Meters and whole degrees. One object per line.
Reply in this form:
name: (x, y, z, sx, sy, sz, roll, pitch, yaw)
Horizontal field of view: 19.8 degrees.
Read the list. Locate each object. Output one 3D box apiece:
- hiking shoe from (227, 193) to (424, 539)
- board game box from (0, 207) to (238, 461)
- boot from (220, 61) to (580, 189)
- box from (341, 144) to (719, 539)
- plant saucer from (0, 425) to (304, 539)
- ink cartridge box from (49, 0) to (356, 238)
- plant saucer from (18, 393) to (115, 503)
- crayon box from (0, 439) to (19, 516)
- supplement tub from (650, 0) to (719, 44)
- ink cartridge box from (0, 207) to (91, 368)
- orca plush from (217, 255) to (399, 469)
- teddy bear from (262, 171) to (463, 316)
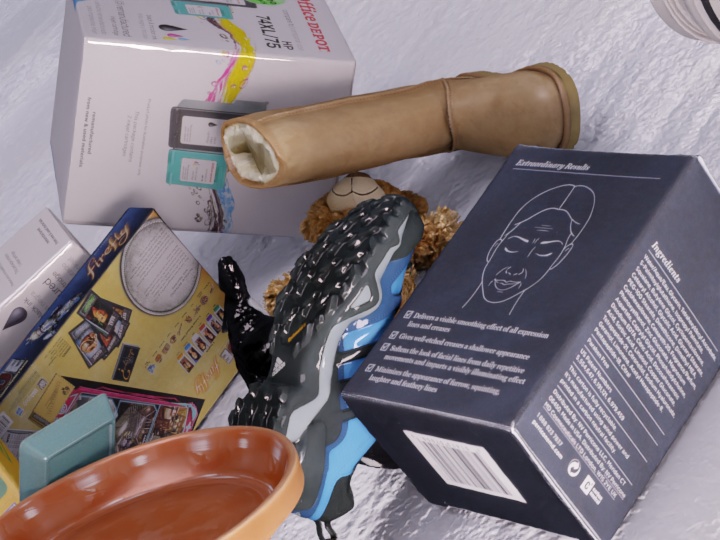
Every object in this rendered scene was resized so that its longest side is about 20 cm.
hiking shoe: (-0.010, 0.053, 1.224, 0.074, 0.086, 0.201, 15, 75, 55)
board game box: (-0.169, 0.076, 1.422, 0.034, 0.136, 0.201, 5, 51, 51)
boot: (0.027, -0.092, 1.401, 0.198, 0.067, 0.175, -12, 7, -25)
box: (0.113, 0.037, 1.179, 0.148, 0.107, 0.201, 8, 55, 51)
plant saucer: (-0.123, 0.143, 1.104, 0.198, 0.033, 0.200, -19, 16, 6)
ink cartridge box: (-0.120, -0.123, 1.532, 0.198, 0.147, 0.147, 3, 27, -15)
plant saucer: (-0.176, 0.170, 1.248, 0.019, 0.202, 0.070, 29, 40, 29)
crayon box: (-0.281, 0.145, 1.305, 0.126, 0.052, 0.200, -45, 59, 0)
supplement tub: (0.283, -0.202, 1.274, 0.141, 0.141, 0.199, -51, 32, -19)
ink cartridge box: (-0.248, 0.080, 1.495, 0.200, 0.145, 0.084, -42, 30, -3)
orca plush: (-0.040, 0.059, 1.296, 0.106, 0.071, 0.200, -54, 56, 21)
teddy bear: (0.000, 0.000, 1.401, 0.144, 0.067, 0.201, -14, 39, 34)
